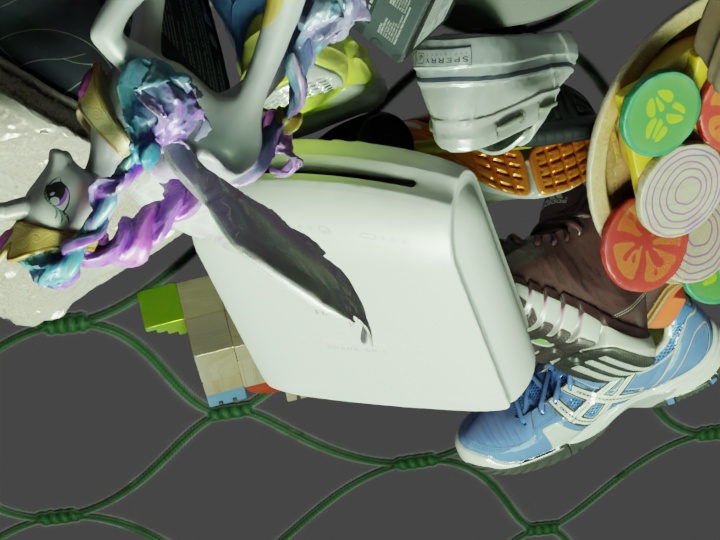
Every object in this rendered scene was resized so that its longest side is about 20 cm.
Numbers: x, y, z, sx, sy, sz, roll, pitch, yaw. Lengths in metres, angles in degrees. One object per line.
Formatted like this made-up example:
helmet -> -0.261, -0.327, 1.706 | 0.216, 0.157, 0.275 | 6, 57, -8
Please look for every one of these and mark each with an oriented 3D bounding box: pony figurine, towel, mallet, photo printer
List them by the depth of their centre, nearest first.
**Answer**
pony figurine -> -0.074, -0.063, 1.290 | 0.192, 0.166, 0.201 | 24, 90, -30
towel -> -0.182, -0.038, 1.372 | 0.132, 0.035, 0.200 | -32, 143, 23
photo printer -> 0.000, 0.000, 1.515 | 0.166, 0.070, 0.200 | 5, 149, 18
mallet -> 0.062, -0.072, 1.572 | 0.199, 0.041, 0.066 | -7, 175, -37

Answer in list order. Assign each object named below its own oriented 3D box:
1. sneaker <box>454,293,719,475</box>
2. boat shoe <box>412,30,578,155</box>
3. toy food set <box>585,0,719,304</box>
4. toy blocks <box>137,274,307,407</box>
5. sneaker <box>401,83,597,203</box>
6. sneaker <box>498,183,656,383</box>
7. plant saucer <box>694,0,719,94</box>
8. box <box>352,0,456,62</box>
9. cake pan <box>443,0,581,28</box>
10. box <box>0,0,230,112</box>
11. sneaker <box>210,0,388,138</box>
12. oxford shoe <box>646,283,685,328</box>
sneaker -> 0.149, 0.070, 1.867 | 0.199, 0.076, 0.077 | -29, 139, 5
boat shoe -> 0.070, -0.097, 1.500 | 0.073, 0.067, 0.200 | 1, -174, 22
toy food set -> 0.217, -0.073, 1.612 | 0.197, 0.049, 0.201 | -28, 128, -16
toy blocks -> -0.032, 0.036, 1.731 | 0.199, 0.100, 0.137 | -14, 159, -3
sneaker -> 0.047, -0.066, 1.630 | 0.199, 0.076, 0.092 | -10, 175, -21
sneaker -> 0.099, -0.012, 1.657 | 0.199, 0.116, 0.075 | 23, 151, -37
plant saucer -> 0.225, -0.186, 1.428 | 0.029, 0.200, 0.200 | 29, 144, 9
box -> -0.001, -0.216, 1.294 | 0.051, 0.157, 0.200 | -45, 167, -39
cake pan -> 0.071, -0.204, 1.396 | 0.199, 0.037, 0.201 | -6, 132, -7
box -> -0.198, -0.118, 1.388 | 0.199, 0.124, 0.197 | -23, 148, 13
sneaker -> -0.037, -0.132, 1.489 | 0.075, 0.106, 0.200 | -20, 177, 1
oxford shoe -> 0.178, -0.023, 1.732 | 0.072, 0.071, 0.200 | -1, 146, -10
